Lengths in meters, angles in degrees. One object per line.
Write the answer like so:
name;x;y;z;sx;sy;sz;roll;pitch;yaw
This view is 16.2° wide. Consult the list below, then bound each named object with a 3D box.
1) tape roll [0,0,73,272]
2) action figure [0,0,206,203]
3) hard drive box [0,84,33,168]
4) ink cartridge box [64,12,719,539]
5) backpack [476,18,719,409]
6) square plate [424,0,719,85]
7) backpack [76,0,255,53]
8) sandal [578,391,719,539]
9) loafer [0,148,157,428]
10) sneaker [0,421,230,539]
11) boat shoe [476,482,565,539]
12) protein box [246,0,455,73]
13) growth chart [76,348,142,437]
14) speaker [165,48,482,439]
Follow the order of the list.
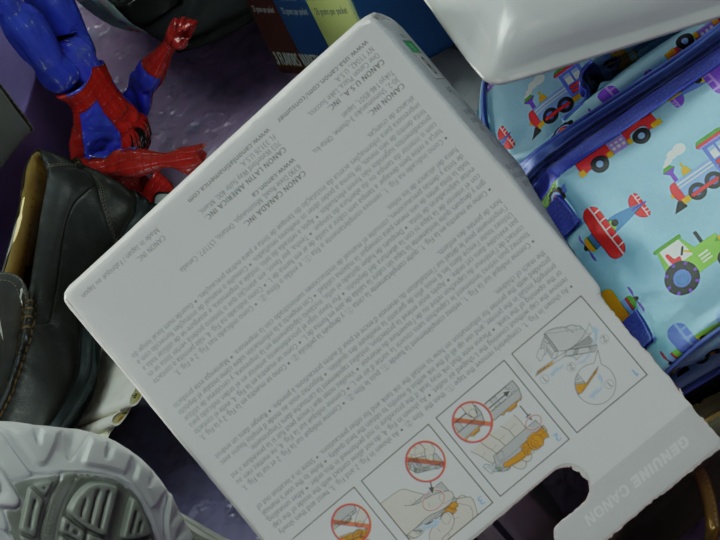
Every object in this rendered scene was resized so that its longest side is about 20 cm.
tape roll;-0.228;-0.052;1.228;0.199;0.085;0.200;-13;51;16
action figure;-0.116;-0.105;1.136;0.099;0.200;0.065;-11;31;34
hard drive box;-0.270;-0.031;1.125;0.156;0.077;0.200;23;68;37
ink cartridge box;0.012;0.032;0.933;0.161;0.050;0.200;-41;88;13
backpack;0.132;-0.051;0.998;0.182;0.135;0.200;-29;64;4
square plate;0.092;-0.167;0.969;0.200;0.028;0.198;-19;51;-18
backpack;-0.059;-0.194;1.215;0.200;0.167;0.127;-41;15;-6
sandal;0.094;0.127;0.953;0.054;0.080;0.200;40;80;24
loafer;-0.149;0.031;1.085;0.073;0.072;0.200;-39;20;41
sneaker;-0.102;0.114;0.981;0.099;0.200;0.078;9;69;46
boat shoe;-0.006;0.056;0.997;0.070;0.200;0.071;-46;7;7
protein box;0.027;-0.216;1.101;0.198;0.200;0.135;-29;15;-16
growth chart;-0.090;0.021;1.109;0.200;0.018;0.145;-56;16;-18
speaker;0.000;0.000;1.084;0.081;0.081;0.200;18;65;34
